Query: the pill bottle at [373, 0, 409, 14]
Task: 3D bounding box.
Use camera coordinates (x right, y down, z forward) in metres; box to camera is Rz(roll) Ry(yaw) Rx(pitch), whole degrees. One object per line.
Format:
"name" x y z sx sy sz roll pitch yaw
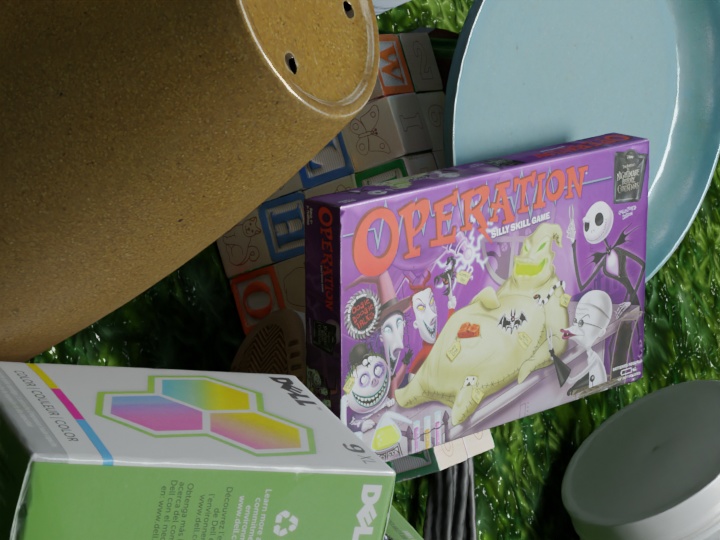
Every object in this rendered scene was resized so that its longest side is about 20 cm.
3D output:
"pill bottle" -0.049 -0.147 0.946 0.109 0.199 0.110 32 50 -47

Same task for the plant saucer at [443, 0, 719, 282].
"plant saucer" 0.105 -0.079 1.033 0.199 0.027 0.202 -12 108 -41

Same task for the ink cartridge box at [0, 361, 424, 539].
"ink cartridge box" -0.052 0.082 0.834 0.198 0.104 0.060 5 106 -26

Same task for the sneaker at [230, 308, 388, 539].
"sneaker" -0.005 0.121 0.986 0.108 0.070 0.202 8 74 -37

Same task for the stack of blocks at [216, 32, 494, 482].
"stack of blocks" 0.000 0.000 1.033 0.058 0.114 0.202 -12 86 -58

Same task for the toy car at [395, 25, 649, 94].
"toy car" 0.088 -0.117 1.115 0.157 0.201 0.164 32 26 9

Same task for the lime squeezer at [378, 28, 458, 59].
"lime squeezer" -0.029 -0.140 1.077 0.199 0.071 0.038 33 40 10

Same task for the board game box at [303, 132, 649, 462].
"board game box" 0.056 0.011 0.974 0.199 0.032 0.121 -14 106 -41

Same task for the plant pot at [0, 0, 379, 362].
"plant pot" -0.099 -0.073 0.833 0.186 0.199 0.188 30 51 -46

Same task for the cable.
"cable" 0.037 0.081 1.143 0.097 0.050 0.202 5 82 -74

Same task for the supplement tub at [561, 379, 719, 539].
"supplement tub" 0.214 0.178 1.253 0.201 0.143 0.145 57 34 -23
